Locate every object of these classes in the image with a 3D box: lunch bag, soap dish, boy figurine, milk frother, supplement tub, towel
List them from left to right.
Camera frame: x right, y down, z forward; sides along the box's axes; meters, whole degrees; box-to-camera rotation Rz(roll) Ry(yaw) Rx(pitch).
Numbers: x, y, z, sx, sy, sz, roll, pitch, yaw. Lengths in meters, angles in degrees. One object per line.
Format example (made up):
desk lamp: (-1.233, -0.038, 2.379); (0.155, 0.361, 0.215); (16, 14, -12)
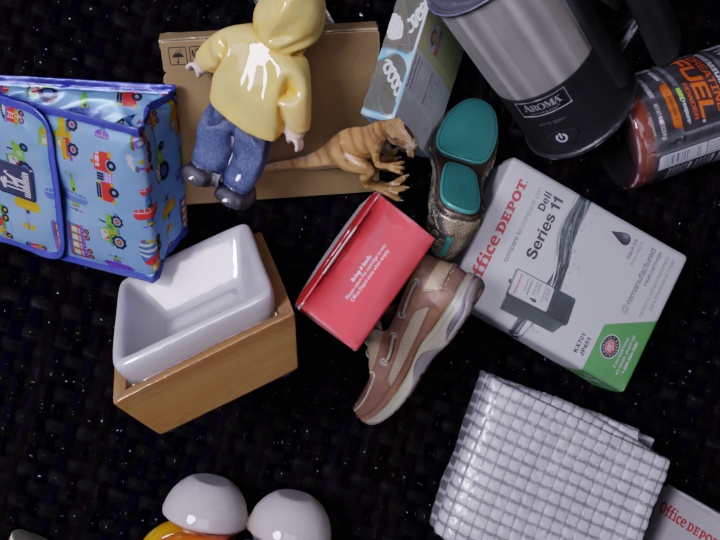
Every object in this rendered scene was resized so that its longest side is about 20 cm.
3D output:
lunch bag: (-0.266, -0.091, 0.734); (0.194, 0.095, 0.154); (9, 125, 7)
soap dish: (-0.138, 0.046, 0.719); (0.154, 0.200, 0.083); (-25, 116, -5)
boy figurine: (-0.092, -0.159, 0.693); (0.123, 0.064, 0.203); (29, 112, 8)
towel: (0.182, 0.209, 0.796); (0.196, 0.086, 0.169); (22, 87, -3)
milk frother: (0.178, -0.247, 0.729); (0.178, 0.203, 0.188); (-26, 132, 26)
supplement tub: (0.334, -0.159, 0.795); (0.195, 0.107, 0.110); (-19, 92, -5)

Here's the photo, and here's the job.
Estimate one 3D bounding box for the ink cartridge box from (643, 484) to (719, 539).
ink cartridge box: (0.314, 0.329, 0.773); (0.081, 0.146, 0.204); (24, 88, -5)

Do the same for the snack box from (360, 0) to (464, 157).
snack box: (0.065, -0.222, 0.767); (0.036, 0.116, 0.205); (17, 88, 23)

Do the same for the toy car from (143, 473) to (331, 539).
toy car: (-0.115, 0.293, 0.735); (0.195, 0.150, 0.180); (12, 89, -5)

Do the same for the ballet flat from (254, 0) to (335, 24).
ballet flat: (-0.044, -0.211, 0.782); (0.071, 0.072, 0.203); (-32, 93, -4)

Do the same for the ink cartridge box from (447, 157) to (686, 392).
ink cartridge box: (0.189, 0.004, 0.794); (0.197, 0.083, 0.149); (28, 88, -3)

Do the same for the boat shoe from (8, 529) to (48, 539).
boat shoe: (-0.271, 0.331, 0.766); (0.062, 0.071, 0.200); (-42, 97, -1)

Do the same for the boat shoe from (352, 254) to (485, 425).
boat shoe: (0.039, 0.063, 0.757); (0.071, 0.076, 0.202); (35, 123, 4)

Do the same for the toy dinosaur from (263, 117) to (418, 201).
toy dinosaur: (-0.011, -0.107, 0.741); (0.105, 0.197, 0.062); (28, 63, -38)

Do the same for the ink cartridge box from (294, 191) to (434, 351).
ink cartridge box: (0.000, 0.000, 0.718); (0.067, 0.200, 0.117); (36, 89, -4)

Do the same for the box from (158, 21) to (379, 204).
box: (-0.079, -0.143, 0.761); (0.194, 0.021, 0.167); (-5, 125, -6)

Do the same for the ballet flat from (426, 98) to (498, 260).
ballet flat: (0.089, -0.085, 0.772); (0.066, 0.202, 0.076); (18, 133, -2)
